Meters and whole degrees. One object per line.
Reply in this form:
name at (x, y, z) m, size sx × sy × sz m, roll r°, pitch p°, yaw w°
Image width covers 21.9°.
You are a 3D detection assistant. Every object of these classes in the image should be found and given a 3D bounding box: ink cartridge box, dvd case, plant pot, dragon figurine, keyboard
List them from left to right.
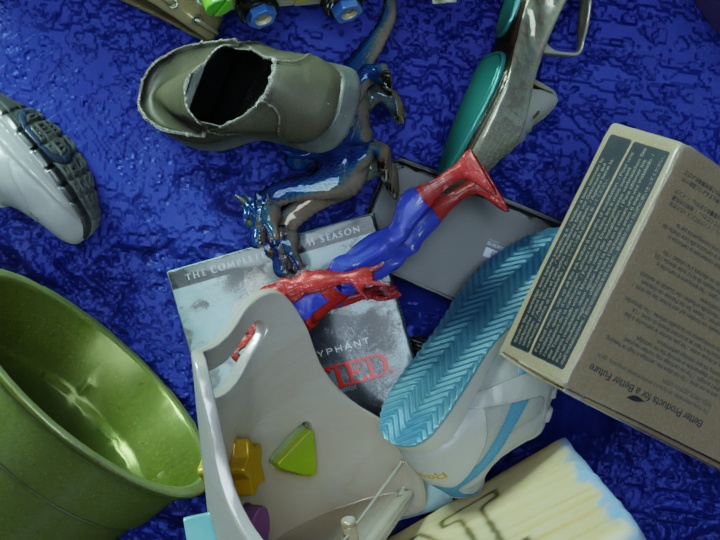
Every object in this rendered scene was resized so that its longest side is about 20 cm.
plant pot at (-0.229, 0.133, 1.168) m, size 0.200 × 0.200 × 0.190 m, roll 43°, pitch 102°, yaw 0°
dvd case at (-0.032, 0.077, 1.228) m, size 0.146 × 0.022 × 0.200 m, roll -15°, pitch 90°, yaw 6°
dragon figurine at (-0.025, -0.096, 1.203) m, size 0.099 × 0.059 × 0.200 m, roll 1°, pitch 74°, yaw 11°
keyboard at (0.089, 0.017, 1.242) m, size 0.200 × 0.021 × 0.127 m, roll 23°, pitch 88°, yaw 0°
ink cartridge box at (0.206, 0.024, 1.169) m, size 0.200 × 0.075 × 0.165 m, roll 27°, pitch 90°, yaw -37°

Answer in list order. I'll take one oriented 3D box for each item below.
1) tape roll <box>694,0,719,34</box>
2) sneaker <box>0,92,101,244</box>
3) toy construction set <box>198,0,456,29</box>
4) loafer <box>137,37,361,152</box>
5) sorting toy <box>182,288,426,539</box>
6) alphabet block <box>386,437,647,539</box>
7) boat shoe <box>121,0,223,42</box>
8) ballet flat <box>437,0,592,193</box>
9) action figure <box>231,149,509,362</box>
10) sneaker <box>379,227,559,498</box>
tape roll at (0.311, -0.229, 1.214) m, size 0.200 × 0.085 × 0.200 m, roll 0°, pitch 91°, yaw -1°
sneaker at (-0.255, -0.081, 1.220) m, size 0.200 × 0.075 × 0.087 m, roll 40°, pitch 101°, yaw 6°
toy construction set at (-0.030, -0.205, 1.159) m, size 0.200 × 0.131 × 0.092 m, roll 5°, pitch 57°, yaw -19°
loafer at (-0.083, -0.117, 1.162) m, size 0.070 × 0.200 × 0.075 m, roll 22°, pitch 79°, yaw -39°
sorting toy at (-0.054, 0.112, 1.118) m, size 0.107 × 0.200 × 0.180 m, roll -6°, pitch 108°, yaw 23°
alphabet block at (0.102, 0.250, 1.138) m, size 0.200 × 0.196 × 0.196 m, roll -29°, pitch 100°, yaw -1°
boat shoe at (-0.183, -0.203, 1.214) m, size 0.200 × 0.073 × 0.063 m, roll 14°, pitch 85°, yaw -8°
ballet flat at (0.111, -0.137, 1.220) m, size 0.062 × 0.067 × 0.200 m, roll 21°, pitch 88°, yaw -11°
action figure at (0.000, 0.000, 1.178) m, size 0.200 × 0.065 × 0.052 m, roll -31°, pitch 75°, yaw 7°
sneaker at (0.097, 0.054, 1.199) m, size 0.200 × 0.076 × 0.081 m, roll -48°, pitch 127°, yaw -14°
